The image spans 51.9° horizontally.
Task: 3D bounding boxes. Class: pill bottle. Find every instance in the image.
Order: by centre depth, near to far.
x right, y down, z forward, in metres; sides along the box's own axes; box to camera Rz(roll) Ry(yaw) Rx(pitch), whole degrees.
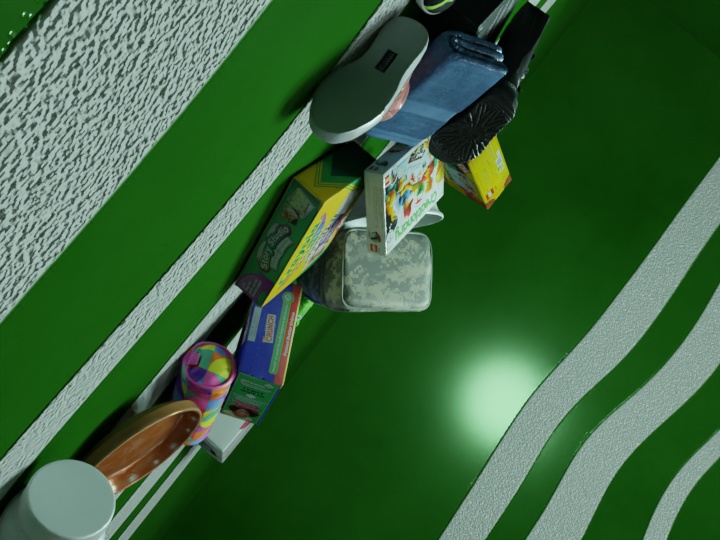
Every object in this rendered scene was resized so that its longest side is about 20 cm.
[{"bbox_3d":[-0.352,0.309,0.816,0.201,0.113,0.113,-53,175,28],"label":"pill bottle"}]

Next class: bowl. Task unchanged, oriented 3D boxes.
[{"bbox_3d":[0.038,-0.121,1.245,0.197,0.092,0.201,-7,175,-1],"label":"bowl"}]

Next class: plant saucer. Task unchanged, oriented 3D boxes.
[{"bbox_3d":[-0.307,0.243,1.007,0.199,0.032,0.201,-37,163,-13],"label":"plant saucer"}]

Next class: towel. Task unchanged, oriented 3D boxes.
[{"bbox_3d":[0.084,-0.229,0.940,0.110,0.050,0.199,6,157,-33],"label":"towel"}]

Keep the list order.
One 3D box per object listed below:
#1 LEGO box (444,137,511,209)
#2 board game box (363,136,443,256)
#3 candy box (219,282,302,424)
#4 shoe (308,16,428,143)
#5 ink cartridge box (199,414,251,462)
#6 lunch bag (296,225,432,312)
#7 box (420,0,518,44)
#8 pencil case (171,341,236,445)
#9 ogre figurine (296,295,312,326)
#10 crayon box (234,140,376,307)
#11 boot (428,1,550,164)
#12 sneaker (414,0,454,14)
[{"bbox_3d":[0.179,-0.218,1.337,0.078,0.148,0.200,-50,150,-4],"label":"LEGO box"},{"bbox_3d":[0.068,-0.127,1.078,0.200,0.034,0.128,-46,142,-45],"label":"board game box"},{"bbox_3d":[-0.159,0.129,1.182,0.201,0.076,0.172,120,-17,-58],"label":"candy box"},{"bbox_3d":[0.007,-0.186,0.810,0.201,0.071,0.091,-54,172,-31],"label":"shoe"},{"bbox_3d":[-0.316,0.371,1.784,0.148,0.085,0.200,-50,173,-23],"label":"ink cartridge box"},{"bbox_3d":[0.000,0.000,1.243,0.197,0.143,0.167,1,177,-33],"label":"lunch bag"},{"bbox_3d":[0.134,-0.320,0.995,0.142,0.078,0.200,-52,176,-25],"label":"box"},{"bbox_3d":[-0.248,0.190,1.115,0.088,0.088,0.201,-46,172,-45],"label":"pencil case"},{"bbox_3d":[-0.078,0.018,1.387,0.120,0.099,0.199,-40,172,41],"label":"ogre figurine"},{"bbox_3d":[-0.073,-0.065,1.026,0.201,0.058,0.173,-56,174,36],"label":"crayon box"},{"bbox_3d":[0.179,-0.260,1.032,0.164,0.065,0.202,-30,-148,52],"label":"boot"},{"bbox_3d":[0.109,-0.313,0.771,0.072,0.082,0.200,-50,175,-7],"label":"sneaker"}]
